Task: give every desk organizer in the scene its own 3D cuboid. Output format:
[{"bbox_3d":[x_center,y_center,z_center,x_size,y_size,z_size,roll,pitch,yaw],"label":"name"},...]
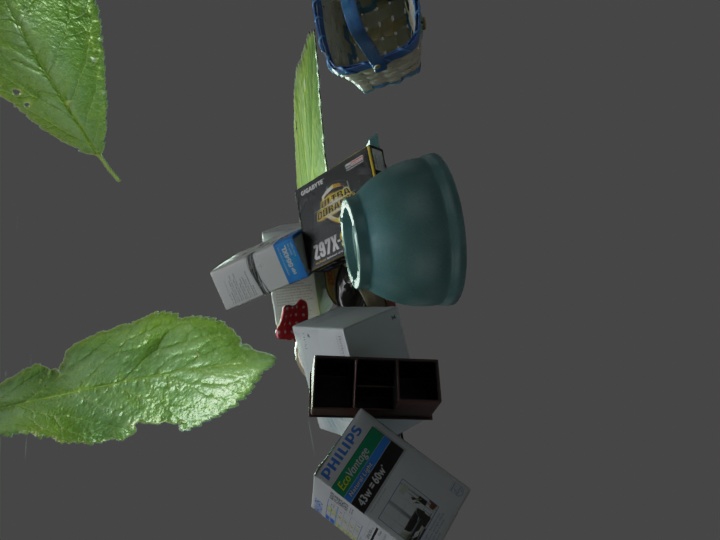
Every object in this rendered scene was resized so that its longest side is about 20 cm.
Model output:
[{"bbox_3d":[0.021,0.178,0.979,0.078,0.193,0.074,105,166,-60],"label":"desk organizer"}]

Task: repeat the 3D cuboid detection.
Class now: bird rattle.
[{"bbox_3d":[-0.072,0.141,1.259,0.112,0.196,0.168,-34,57,46],"label":"bird rattle"}]

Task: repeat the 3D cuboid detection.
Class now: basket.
[{"bbox_3d":[0.004,-0.330,0.793,0.199,0.135,0.182,20,-123,-67],"label":"basket"}]

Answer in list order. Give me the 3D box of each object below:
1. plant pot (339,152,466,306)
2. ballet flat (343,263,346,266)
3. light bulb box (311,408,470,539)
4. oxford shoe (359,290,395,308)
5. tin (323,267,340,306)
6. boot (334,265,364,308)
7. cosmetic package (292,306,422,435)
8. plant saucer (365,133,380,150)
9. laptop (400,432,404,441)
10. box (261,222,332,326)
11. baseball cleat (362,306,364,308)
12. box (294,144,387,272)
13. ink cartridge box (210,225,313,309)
[{"bbox_3d":[0.046,-0.044,0.861,0.200,0.130,0.207,171,90,-80],"label":"plant pot"},{"bbox_3d":[-0.042,-0.058,1.249,0.200,0.066,0.070,-122,53,-70],"label":"ballet flat"},{"bbox_3d":[0.037,0.347,0.978,0.197,0.125,0.200,33,151,14],"label":"light bulb box"},{"bbox_3d":[0.031,0.116,1.238,0.070,0.072,0.206,-132,35,-72],"label":"oxford shoe"},{"bbox_3d":[-0.032,-0.019,1.410,0.042,0.109,0.207,-17,-78,-61],"label":"tin"},{"bbox_3d":[0.000,0.000,1.276,0.174,0.067,0.207,-167,84,-78],"label":"boot"},{"bbox_3d":[-0.007,0.178,1.141,0.198,0.121,0.205,-7,101,57],"label":"cosmetic package"},{"bbox_3d":[0.035,-0.140,1.173,0.070,0.018,0.206,133,127,-78],"label":"plant saucer"},{"bbox_3d":[0.037,0.388,1.311,0.200,0.112,0.193,117,144,-73],"label":"laptop"},{"bbox_3d":[-0.136,0.001,1.426,0.152,0.103,0.207,-46,-51,-78],"label":"box"},{"bbox_3d":[0.014,0.188,1.454,0.107,0.067,0.207,99,170,-79],"label":"baseball cleat"},{"bbox_3d":[-0.027,-0.105,1.152,0.197,0.049,0.165,-23,74,39],"label":"box"},{"bbox_3d":[-0.175,-0.013,1.267,0.086,0.195,0.146,66,-160,-10],"label":"ink cartridge box"}]
